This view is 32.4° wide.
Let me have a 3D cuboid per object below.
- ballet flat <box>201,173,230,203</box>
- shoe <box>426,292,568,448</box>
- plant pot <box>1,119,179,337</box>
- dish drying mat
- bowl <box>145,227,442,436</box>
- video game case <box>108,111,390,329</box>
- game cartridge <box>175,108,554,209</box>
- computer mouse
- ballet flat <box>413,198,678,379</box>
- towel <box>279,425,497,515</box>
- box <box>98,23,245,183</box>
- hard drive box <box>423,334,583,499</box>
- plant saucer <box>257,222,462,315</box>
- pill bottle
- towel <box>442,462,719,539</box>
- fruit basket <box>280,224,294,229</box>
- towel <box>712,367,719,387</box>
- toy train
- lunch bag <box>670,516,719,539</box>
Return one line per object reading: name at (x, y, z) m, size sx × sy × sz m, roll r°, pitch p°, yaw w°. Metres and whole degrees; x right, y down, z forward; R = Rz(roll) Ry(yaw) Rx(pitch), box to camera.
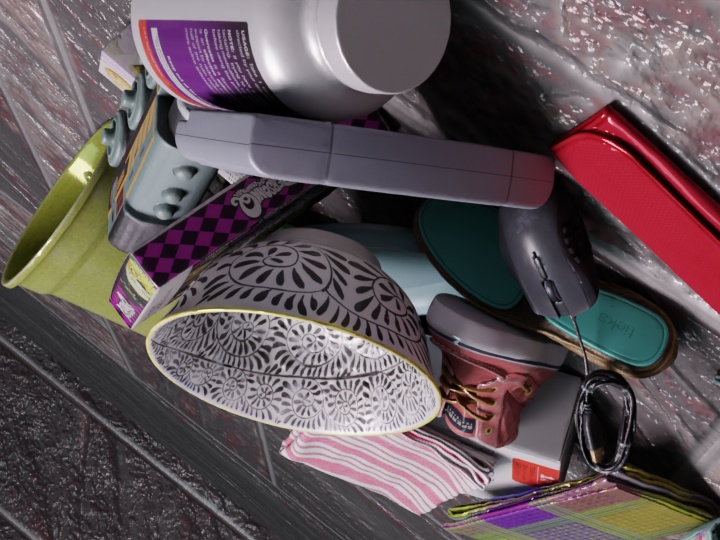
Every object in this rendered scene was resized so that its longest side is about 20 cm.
ballet flat at (-0.107, -0.020, 1.042) m, size 0.066 × 0.200 × 0.057 m, roll 9°, pitch 141°, yaw -32°
shoe at (0.086, 0.077, 0.879) m, size 0.071 × 0.091 × 0.200 m, roll 30°, pitch -175°, yaw 25°
plant pot at (-0.235, -0.021, 1.277) m, size 0.184 × 0.201 × 0.200 m, roll 35°, pitch 164°, yaw -22°
dish drying mat at (0.194, -0.012, 0.706) m, size 0.200 × 0.018 × 0.077 m, roll 42°, pitch 162°, yaw -5°
bowl at (-0.037, 0.032, 0.842) m, size 0.200 × 0.094 × 0.201 m, roll 9°, pitch 153°, yaw 4°
video game case at (-0.086, -0.037, 0.902) m, size 0.036 × 0.200 × 0.181 m, roll 55°, pitch 160°, yaw -1°
game cartridge at (0.006, -0.065, 0.727) m, size 0.199 × 0.042 × 0.133 m, roll 5°, pitch -170°, yaw -28°
computer mouse at (0.130, 0.038, 0.781) m, size 0.058 × 0.034 × 0.201 m, roll -14°, pitch 98°, yaw 32°
ballet flat at (0.125, 0.014, 0.846) m, size 0.200 × 0.068 × 0.072 m, roll 28°, pitch 174°, yaw 20°
towel at (0.016, 0.162, 1.051) m, size 0.146 × 0.030 × 0.200 m, roll 26°, pitch 155°, yaw -7°
box at (-0.132, -0.125, 1.040) m, size 0.200 × 0.039 × 0.041 m, roll 41°, pitch 159°, yaw -1°
hard drive box at (0.081, 0.127, 1.056) m, size 0.199 × 0.077 × 0.156 m, roll 14°, pitch 154°, yaw 14°
plant saucer at (0.000, 0.000, 0.950) m, size 0.199 × 0.028 × 0.200 m, roll 1°, pitch 164°, yaw 0°
pill bottle at (-0.042, -0.144, 0.711) m, size 0.200 × 0.113 × 0.113 m, roll 16°, pitch 150°, yaw 51°
towel at (0.184, 0.203, 1.029) m, size 0.143 × 0.023 × 0.200 m, roll 23°, pitch 147°, yaw -34°
fruit basket at (-0.041, 0.035, 1.148) m, size 0.185 × 0.094 × 0.200 m, roll 20°, pitch 157°, yaw 43°
towel at (0.324, 0.123, 0.757) m, size 0.147 × 0.022 × 0.200 m, roll 51°, pitch 159°, yaw -26°
toy train at (-0.141, -0.096, 0.938) m, size 0.085 × 0.114 × 0.200 m, roll 9°, pitch 147°, yaw -24°
lunch bag at (0.321, 0.282, 0.970) m, size 0.200 × 0.122 × 0.170 m, roll 43°, pitch 163°, yaw 13°
